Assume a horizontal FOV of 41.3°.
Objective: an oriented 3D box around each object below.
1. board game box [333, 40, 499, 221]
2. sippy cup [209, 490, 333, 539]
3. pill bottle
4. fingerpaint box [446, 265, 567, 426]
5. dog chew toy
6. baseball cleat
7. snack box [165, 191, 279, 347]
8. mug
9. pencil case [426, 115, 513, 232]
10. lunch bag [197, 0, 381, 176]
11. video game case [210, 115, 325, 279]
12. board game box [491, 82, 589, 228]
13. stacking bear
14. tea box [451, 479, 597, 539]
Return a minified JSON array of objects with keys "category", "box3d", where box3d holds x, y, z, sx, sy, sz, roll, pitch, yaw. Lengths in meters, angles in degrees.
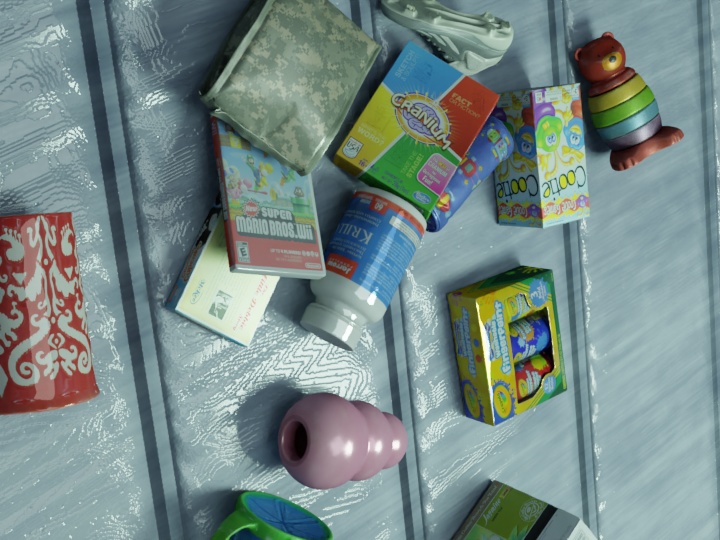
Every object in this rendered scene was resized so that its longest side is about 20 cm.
[{"category":"board game box","box3d":[0.077,-0.193,1.307,0.152,0.040,0.201,31,74,3]},{"category":"sippy cup","box3d":[-0.120,0.375,1.231,0.176,0.140,0.132,23,93,-10]},{"category":"pill bottle","box3d":[0.000,0.000,1.277,0.112,0.112,0.202,35,74,-32]},{"category":"fingerpaint box","box3d":[0.229,0.113,1.473,0.165,0.073,0.203,-17,104,-32]},{"category":"dog chew toy","box3d":[-0.014,0.231,1.292,0.198,0.124,0.127,10,89,-43]},{"category":"baseball cleat","box3d":[0.114,-0.327,1.348,0.197,0.107,0.070,13,49,-9]},{"category":"snack box","box3d":[-0.153,-0.018,1.212,0.116,0.037,0.202,31,77,-32]},{"category":"mug","box3d":[-0.372,0.043,1.013,0.176,0.133,0.203,-6,95,-36]},{"category":"pencil case","box3d":[0.137,-0.138,1.378,0.078,0.087,0.200,46,66,-3]},{"category":"lunch bag","box3d":[-0.093,-0.236,1.176,0.163,0.117,0.202,36,69,-24]},{"category":"video game case","box3d":[-0.114,-0.091,1.188,0.142,0.017,0.203,5,69,-43]},{"category":"board game box","box3d":[0.270,-0.174,1.452,0.102,0.104,0.203,-14,102,-32]},{"category":"stacking bear","box3d":[0.416,-0.281,1.543,0.120,0.114,0.202,-28,101,2]},{"category":"tea box","box3d":[0.279,0.457,1.469,0.134,0.196,0.201,-49,120,-19]}]
